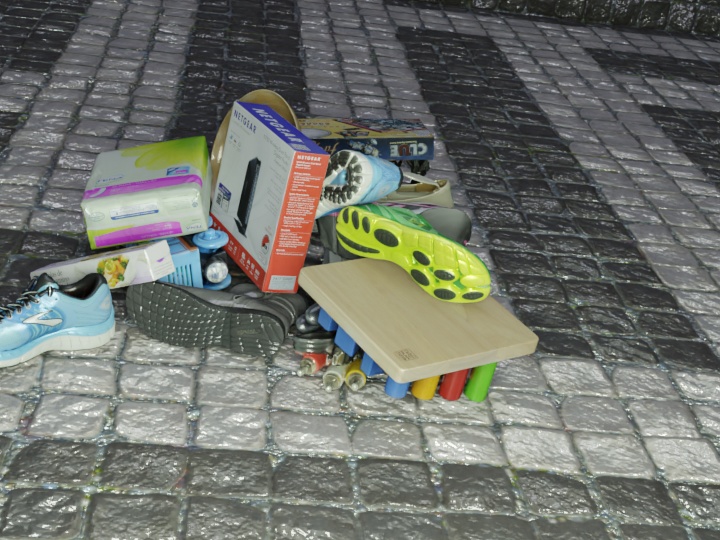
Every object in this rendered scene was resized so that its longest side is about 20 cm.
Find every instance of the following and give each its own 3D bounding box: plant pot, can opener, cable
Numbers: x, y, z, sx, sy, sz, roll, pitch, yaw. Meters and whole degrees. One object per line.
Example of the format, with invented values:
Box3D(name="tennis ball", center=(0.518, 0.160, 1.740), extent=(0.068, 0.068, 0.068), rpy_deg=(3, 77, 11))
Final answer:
Box3D(name="plant pot", center=(-0.136, -0.141, 1.611), extent=(0.027, 0.201, 0.200), rpy_deg=(8, 18, -42))
Box3D(name="can opener", center=(0.001, 0.025, 1.453), extent=(0.200, 0.063, 0.079), rpy_deg=(-33, 75, -31))
Box3D(name="cable", center=(-0.018, 0.093, 1.408), extent=(0.097, 0.051, 0.200), rpy_deg=(17, 15, 14))

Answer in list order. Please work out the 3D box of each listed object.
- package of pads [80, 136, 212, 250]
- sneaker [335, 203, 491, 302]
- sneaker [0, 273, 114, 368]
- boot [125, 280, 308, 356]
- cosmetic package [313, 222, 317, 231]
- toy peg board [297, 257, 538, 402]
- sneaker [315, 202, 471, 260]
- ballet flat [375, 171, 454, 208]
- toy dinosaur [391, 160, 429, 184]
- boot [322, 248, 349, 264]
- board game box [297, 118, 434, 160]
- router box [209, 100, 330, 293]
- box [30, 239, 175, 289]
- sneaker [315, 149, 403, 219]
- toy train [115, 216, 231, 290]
Box3D(name="package of pads", center=(-0.270, -0.100, 1.526), extent=(0.154, 0.069, 0.200), rpy_deg=(-9, 26, 0))
Box3D(name="sneaker", center=(0.068, -0.032, 1.369), extent=(0.199, 0.074, 0.083), rpy_deg=(28, 36, 23))
Box3D(name="sneaker", center=(-0.363, 0.043, 1.310), extent=(0.199, 0.090, 0.078), rpy_deg=(-13, 32, -40))
Box3D(name="boot", center=(-0.170, 0.046, 1.435), extent=(0.199, 0.070, 0.132), rpy_deg=(18, 18, 4))
Box3D(name="cosmetic package", center=(-0.117, -0.133, 1.759), extent=(0.073, 0.104, 0.200), rpy_deg=(-1, 18, -21))
Box3D(name="toy peg board", center=(0.055, 0.077, 1.350), extent=(0.198, 0.098, 0.200), rpy_deg=(-9, 37, -36))
Box3D(name="sneaker", center=(0.039, -0.053, 1.555), extent=(0.199, 0.081, 0.086), rpy_deg=(6, 9, -4))
Box3D(name="ballet flat", center=(0.031, -0.104, 1.626), extent=(0.199, 0.070, 0.070), rpy_deg=(1, 25, -13))
Box3D(name="toy dinosaur", center=(0.040, -0.102, 1.754), extent=(0.102, 0.136, 0.200), rpy_deg=(12, -1, 10))
Box3D(name="boot", center=(0.000, 0.000, 1.581), extent=(0.095, 0.074, 0.200), rpy_deg=(11, 32, -7))
Box3D(name="board game box", center=(-0.004, -0.187, 1.712), extent=(0.199, 0.035, 0.136), rpy_deg=(-1, 19, -6))
Box3D(name="router box", center=(-0.119, -0.094, 1.491), extent=(0.049, 0.180, 0.200), rpy_deg=(3, 22, -30))
Box3D(name="box", center=(-0.302, 0.002, 1.398), extent=(0.199, 0.039, 0.041), rpy_deg=(-9, 10, 36))
Box3D(name="sneaker", center=(-0.018, -0.098, 1.457), extent=(0.090, 0.079, 0.200), rpy_deg=(1, -1, -30))
Box3D(name="toy train", center=(-0.241, -0.027, 1.535), extent=(0.114, 0.087, 0.200), rpy_deg=(-14, 29, -25))
